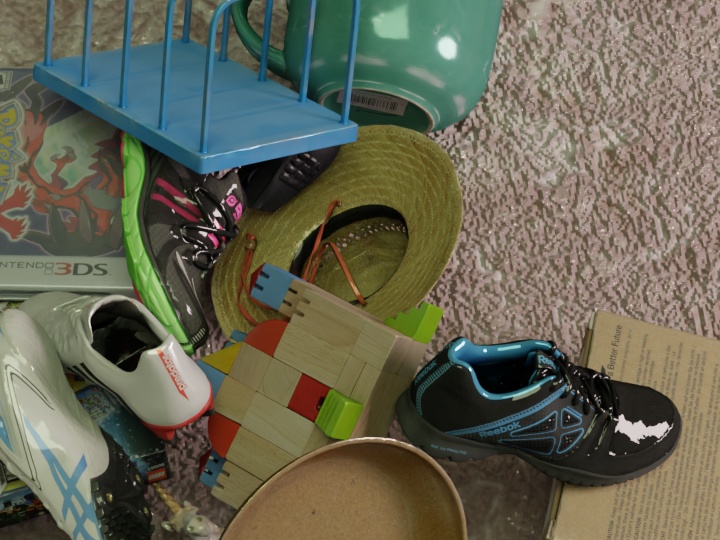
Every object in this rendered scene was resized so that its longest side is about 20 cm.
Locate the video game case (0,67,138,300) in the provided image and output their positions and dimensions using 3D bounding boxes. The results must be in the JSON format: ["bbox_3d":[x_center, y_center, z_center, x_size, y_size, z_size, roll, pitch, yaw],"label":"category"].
[{"bbox_3d":[-0.214,-0.064,1.654,0.182,0.023,0.200,1,55,2],"label":"video game case"}]

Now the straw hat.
[{"bbox_3d":[0.000,0.000,1.632,0.201,0.085,0.201,-17,52,22],"label":"straw hat"}]

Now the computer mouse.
[{"bbox_3d":[-0.096,-0.049,1.645,0.200,0.034,0.059,-41,48,3],"label":"computer mouse"}]

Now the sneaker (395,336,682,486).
[{"bbox_3d":[0.127,0.089,1.491,0.200,0.082,0.073,5,49,-22],"label":"sneaker"}]

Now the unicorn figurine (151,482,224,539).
[{"bbox_3d":[-0.046,0.198,1.560,0.200,0.137,0.074,6,106,-23],"label":"unicorn figurine"}]

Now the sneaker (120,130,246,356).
[{"bbox_3d":[-0.119,-0.034,1.573,0.084,0.077,0.200,-7,57,1],"label":"sneaker"}]

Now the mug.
[{"bbox_3d":[0.009,-0.163,1.674,0.185,0.152,0.115,-8,63,41],"label":"mug"}]

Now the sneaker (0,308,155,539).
[{"bbox_3d":[-0.197,0.121,1.478,0.072,0.072,0.200,-35,78,20],"label":"sneaker"}]

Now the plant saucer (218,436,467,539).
[{"bbox_3d":[-0.024,0.193,1.454,0.200,0.200,0.035,-40,36,-16],"label":"plant saucer"}]

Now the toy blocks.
[{"bbox_3d":[-0.051,0.086,1.517,0.137,0.100,0.200,26,93,27],"label":"toy blocks"}]

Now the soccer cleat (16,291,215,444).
[{"bbox_3d":[-0.169,0.043,1.515,0.069,0.085,0.200,-37,40,-22],"label":"soccer cleat"}]

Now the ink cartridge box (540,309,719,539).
[{"bbox_3d":[0.217,0.141,1.575,0.164,0.075,0.200,14,53,3],"label":"ink cartridge box"}]

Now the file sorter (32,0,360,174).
[{"bbox_3d":[-0.112,-0.166,1.592,0.139,0.123,0.200,-15,32,-39],"label":"file sorter"}]

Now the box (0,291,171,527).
[{"bbox_3d":[-0.222,0.074,1.593,0.136,0.038,0.200,-15,53,-9],"label":"box"}]
